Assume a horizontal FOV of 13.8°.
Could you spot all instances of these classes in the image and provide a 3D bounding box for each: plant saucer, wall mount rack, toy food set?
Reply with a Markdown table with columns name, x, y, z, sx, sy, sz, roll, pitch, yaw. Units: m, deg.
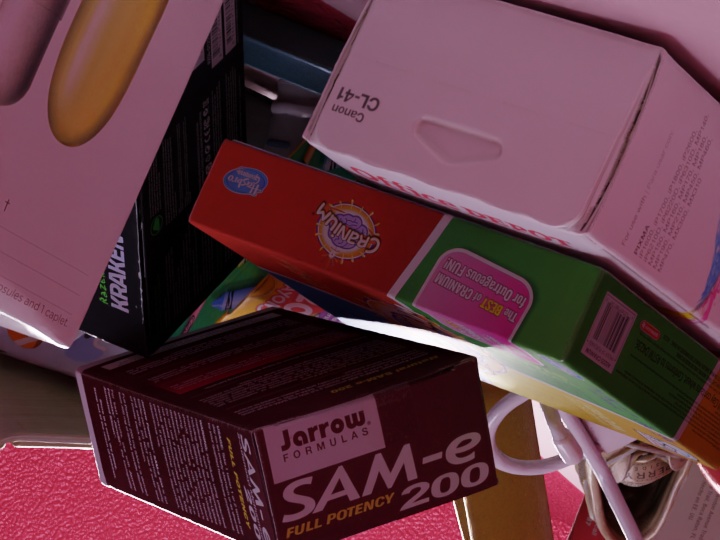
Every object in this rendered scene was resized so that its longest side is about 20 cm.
| name | x | y | z | sx | sy | sz | roll | pitch | yaw |
| --- | --- | --- | --- | --- | --- | --- | --- | --- | --- |
| plant saucer | -0.071 | -0.120 | 1.421 | 0.200 | 0.019 | 0.070 | 23 | 173 | 10 |
| plant saucer | 0.065 | 0.072 | 1.643 | 0.048 | 0.200 | 0.200 | -12 | 130 | -2 |
| wall mount rack | 0.164 | 0.081 | 1.375 | 0.174 | 0.200 | 0.075 | 55 | -168 | -45 |
| toy food set | -0.186 | 0.071 | 1.588 | 0.143 | 0.060 | 0.200 | 42 | -160 | 32 |

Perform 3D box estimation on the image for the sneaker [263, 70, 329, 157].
| name | x | y | z | sx | sy | sz | roll | pitch | yaw |
| --- | --- | --- | --- | --- | --- | --- | --- | --- | --- |
| sneaker | 0.021 | -0.029 | 1.520 | 0.200 | 0.082 | 0.075 | 29 | 171 | -33 |

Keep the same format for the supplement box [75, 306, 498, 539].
| name | x | y | z | sx | sy | sz | roll | pitch | yaw |
| --- | --- | --- | --- | --- | --- | --- | --- | --- | --- |
| supplement box | -0.036 | 0.067 | 1.303 | 0.109 | 0.061 | 0.200 | -17 | -168 | -24 |

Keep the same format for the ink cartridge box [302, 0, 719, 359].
| name | x | y | z | sx | sy | sz | roll | pitch | yaw |
| --- | --- | --- | --- | --- | --- | --- | --- | --- | --- |
| ink cartridge box | 0.095 | -0.035 | 1.237 | 0.147 | 0.086 | 0.200 | 20 | 170 | 35 |

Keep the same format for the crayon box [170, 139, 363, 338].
| name | x | y | z | sx | sy | sz | roll | pitch | yaw |
| --- | --- | --- | --- | --- | --- | --- | --- | --- | --- |
| crayon box | 0.000 | 0.000 | 1.436 | 0.119 | 0.058 | 0.200 | 18 | 140 | -26 |

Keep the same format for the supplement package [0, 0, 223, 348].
| name | x | y | z | sx | sy | sz | roll | pitch | yaw |
| --- | --- | --- | --- | --- | --- | --- | --- | --- | --- |
| supplement package | -0.174 | -0.107 | 1.125 | 0.147 | 0.200 | 0.191 | 16 | 170 | 43 |

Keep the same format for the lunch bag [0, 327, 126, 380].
| name | x | y | z | sx | sy | sz | roll | pitch | yaw |
| --- | --- | --- | --- | --- | --- | --- | --- | --- | --- |
| lunch bag | -0.142 | -0.024 | 1.617 | 0.170 | 0.124 | 0.200 | 23 | -152 | -28 |

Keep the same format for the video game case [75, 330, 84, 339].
| name | x | y | z | sx | sy | sz | roll | pitch | yaw |
| --- | --- | --- | --- | --- | --- | --- | --- | --- | --- |
| video game case | -0.183 | -0.036 | 1.463 | 0.200 | 0.018 | 0.143 | 22 | -144 | 24 |

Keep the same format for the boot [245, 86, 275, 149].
| name | x | y | z | sx | sy | sz | roll | pitch | yaw |
| --- | --- | --- | --- | --- | --- | --- | --- | --- | --- |
| boot | -0.059 | -0.066 | 1.551 | 0.200 | 0.073 | 0.182 | 33 | -175 | -14 |

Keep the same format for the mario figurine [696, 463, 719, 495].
| name | x | y | z | sx | sy | sz | roll | pitch | yaw |
| --- | --- | --- | --- | --- | --- | --- | --- | --- | --- |
| mario figurine | 0.255 | 0.067 | 1.467 | 0.200 | 0.106 | 0.124 | -8 | 119 | 32 |

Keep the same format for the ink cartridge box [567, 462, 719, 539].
| name | x | y | z | sx | sy | sz | roll | pitch | yaw |
| --- | --- | --- | --- | --- | --- | --- | --- | --- | --- |
| ink cartridge box | 0.235 | 0.130 | 1.661 | 0.200 | 0.148 | 0.086 | 22 | 175 | 15 |

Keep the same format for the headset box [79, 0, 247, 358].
| name | x | y | z | sx | sy | sz | roll | pitch | yaw |
| --- | --- | --- | --- | --- | --- | --- | --- | --- | --- |
| headset box | -0.158 | -0.082 | 1.355 | 0.200 | 0.093 | 0.174 | 22 | 134 | 22 |

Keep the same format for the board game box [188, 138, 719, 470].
| name | x | y | z | sx | sy | sz | roll | pitch | yaw |
| --- | --- | --- | --- | --- | --- | --- | --- | --- | --- |
| board game box | 0.047 | 0.014 | 1.251 | 0.200 | 0.040 | 0.153 | 20 | 172 | 37 |

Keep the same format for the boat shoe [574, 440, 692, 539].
| name | x | y | z | sx | sy | sz | roll | pitch | yaw |
| --- | --- | --- | --- | --- | --- | --- | --- | --- | --- |
| boat shoe | 0.140 | 0.073 | 1.455 | 0.072 | 0.065 | 0.200 | -4 | 151 | -6 |
